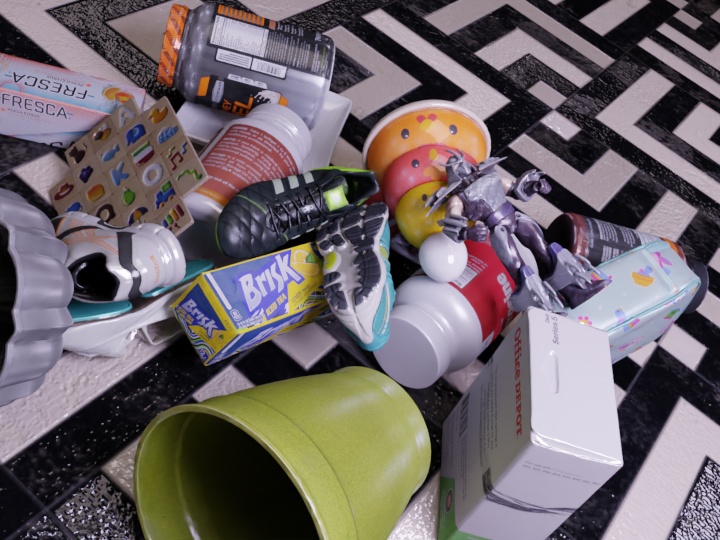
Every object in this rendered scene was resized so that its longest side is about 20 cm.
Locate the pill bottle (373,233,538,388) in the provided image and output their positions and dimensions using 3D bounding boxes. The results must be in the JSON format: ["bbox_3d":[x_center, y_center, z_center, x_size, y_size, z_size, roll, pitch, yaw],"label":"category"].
[{"bbox_3d":[0.102,0.039,0.901,0.112,0.112,0.200,40,47,14],"label":"pill bottle"}]

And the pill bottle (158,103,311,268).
[{"bbox_3d":[-0.131,-0.095,0.912,0.112,0.112,0.200,27,49,2],"label":"pill bottle"}]

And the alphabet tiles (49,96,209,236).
[{"bbox_3d":[-0.242,-0.088,0.852,0.200,0.166,0.006,58,10,33],"label":"alphabet tiles"}]

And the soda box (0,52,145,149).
[{"bbox_3d":[-0.351,-0.187,0.940,0.200,0.068,0.064,12,46,-12],"label":"soda box"}]

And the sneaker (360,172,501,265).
[{"bbox_3d":[0.105,-0.069,1.031,0.200,0.071,0.113,-9,49,-20],"label":"sneaker"}]

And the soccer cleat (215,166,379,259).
[{"bbox_3d":[-0.061,-0.066,0.830,0.200,0.081,0.068,-31,111,-46],"label":"soccer cleat"}]

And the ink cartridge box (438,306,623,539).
[{"bbox_3d":[0.146,0.154,0.751,0.084,0.200,0.146,17,45,-8],"label":"ink cartridge box"}]

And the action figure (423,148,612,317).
[{"bbox_3d":[0.146,-0.042,0.808,0.130,0.069,0.200,-35,83,-21],"label":"action figure"}]

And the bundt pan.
[{"bbox_3d":[-0.312,0.022,0.689,0.202,0.202,0.076,51,24,24],"label":"bundt pan"}]

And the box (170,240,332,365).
[{"bbox_3d":[-0.085,0.025,0.825,0.200,0.064,0.070,-20,73,-52],"label":"box"}]

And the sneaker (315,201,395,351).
[{"bbox_3d":[0.000,0.000,0.839,0.077,0.080,0.200,-15,36,14],"label":"sneaker"}]

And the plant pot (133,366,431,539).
[{"bbox_3d":[-0.044,0.170,0.679,0.200,0.200,0.193,44,35,18],"label":"plant pot"}]

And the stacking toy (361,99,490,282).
[{"bbox_3d":[0.083,-0.070,0.881,0.146,0.146,0.200,7,47,-18],"label":"stacking toy"}]

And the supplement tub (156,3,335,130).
[{"bbox_3d":[-0.140,-0.251,1.015,0.200,0.123,0.123,12,46,-12],"label":"supplement tub"}]

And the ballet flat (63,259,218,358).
[{"bbox_3d":[-0.217,0.047,0.788,0.200,0.069,0.069,-21,61,-36],"label":"ballet flat"}]

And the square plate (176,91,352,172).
[{"bbox_3d":[-0.123,-0.196,1.079,0.198,0.028,0.200,21,44,-4],"label":"square plate"}]

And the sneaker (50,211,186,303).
[{"bbox_3d":[-0.256,-0.010,0.757,0.200,0.074,0.080,1,21,35],"label":"sneaker"}]

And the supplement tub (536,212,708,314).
[{"bbox_3d":[0.331,0.000,1.044,0.200,0.107,0.107,14,45,-12],"label":"supplement tub"}]

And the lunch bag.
[{"bbox_3d":[0.255,0.058,0.900,0.200,0.160,0.077,-25,65,-11],"label":"lunch bag"}]
